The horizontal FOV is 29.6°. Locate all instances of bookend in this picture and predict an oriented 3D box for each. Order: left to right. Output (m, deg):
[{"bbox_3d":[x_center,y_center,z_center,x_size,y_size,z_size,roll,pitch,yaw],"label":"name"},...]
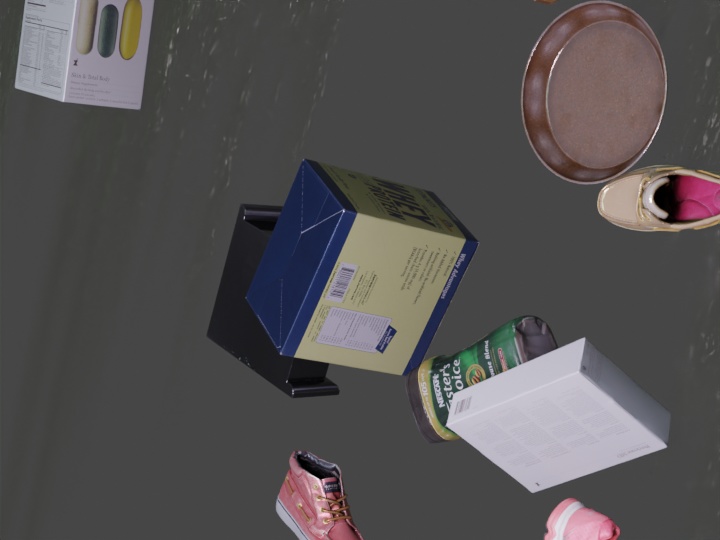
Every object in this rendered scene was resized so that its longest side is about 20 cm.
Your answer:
[{"bbox_3d":[-0.098,0.038,1.857,0.198,0.091,0.203,29,109,41],"label":"bookend"}]

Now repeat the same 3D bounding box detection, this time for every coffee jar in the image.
[{"bbox_3d":[0.143,0.134,1.614,0.199,0.085,0.106,-30,74,42],"label":"coffee jar"}]

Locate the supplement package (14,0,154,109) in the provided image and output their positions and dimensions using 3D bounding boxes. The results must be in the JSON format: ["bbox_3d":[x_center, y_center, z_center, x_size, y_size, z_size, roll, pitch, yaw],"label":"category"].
[{"bbox_3d":[-0.436,-0.372,2.162,0.150,0.150,0.203,18,103,43],"label":"supplement package"}]

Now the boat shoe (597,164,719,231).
[{"bbox_3d":[0.326,-0.078,1.437,0.198,0.069,0.075,-2,89,46],"label":"boat shoe"}]

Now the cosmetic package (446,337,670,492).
[{"bbox_3d":[0.216,0.164,1.497,0.199,0.150,0.052,-28,31,42],"label":"cosmetic package"}]

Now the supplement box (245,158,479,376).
[{"bbox_3d":[0.000,0.000,1.657,0.202,0.197,0.135,-65,34,20],"label":"supplement box"}]

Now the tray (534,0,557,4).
[{"bbox_3d":[0.224,-0.421,1.566,0.098,0.037,0.203,-22,75,43],"label":"tray"}]

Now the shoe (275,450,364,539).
[{"bbox_3d":[-0.042,0.324,1.814,0.200,0.071,0.092,37,121,44],"label":"shoe"}]

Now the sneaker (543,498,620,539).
[{"bbox_3d":[0.245,0.363,1.520,0.086,0.073,0.204,10,97,43],"label":"sneaker"}]

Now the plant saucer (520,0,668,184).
[{"bbox_3d":[0.266,-0.198,1.525,0.199,0.034,0.204,-1,89,46],"label":"plant saucer"}]
